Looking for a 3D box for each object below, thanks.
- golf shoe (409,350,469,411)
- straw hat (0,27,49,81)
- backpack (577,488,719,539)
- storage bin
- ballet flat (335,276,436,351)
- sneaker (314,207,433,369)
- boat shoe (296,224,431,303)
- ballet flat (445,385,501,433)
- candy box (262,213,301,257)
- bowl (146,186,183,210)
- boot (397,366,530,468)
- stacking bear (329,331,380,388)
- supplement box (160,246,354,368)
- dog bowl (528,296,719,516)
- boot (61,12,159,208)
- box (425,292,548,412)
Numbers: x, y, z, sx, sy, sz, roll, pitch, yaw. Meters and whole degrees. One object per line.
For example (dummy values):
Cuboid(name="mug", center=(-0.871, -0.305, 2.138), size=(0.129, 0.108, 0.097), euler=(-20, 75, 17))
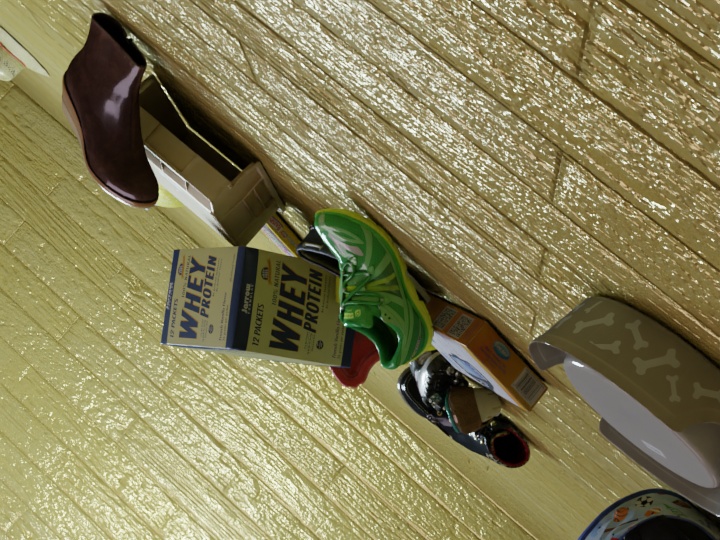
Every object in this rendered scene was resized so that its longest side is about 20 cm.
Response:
Cuboid(name="golf shoe", center=(0.097, 0.141, 1.680), size=(0.088, 0.077, 0.200), euler=(46, 173, 15))
Cuboid(name="straw hat", center=(-0.803, -0.476, 2.695), size=(0.200, 0.085, 0.201), euler=(41, 173, 6))
Cuboid(name="backpack", center=(0.319, 0.327, 1.258), size=(0.191, 0.200, 0.154), euler=(47, -176, -16))
Cuboid(name="storage bin", center=(-0.219, -0.141, 1.619), size=(0.199, 0.094, 0.199), euler=(40, 171, 16))
Cuboid(name="ballet flat", center=(0.034, 0.064, 1.558), size=(0.066, 0.068, 0.199), euler=(-2, -149, -46))
Cuboid(name="sneaker", center=(0.010, 0.020, 1.303), size=(0.074, 0.084, 0.201), euler=(-12, 115, 52))
Cuboid(name="boat shoe", center=(0.000, 0.000, 1.417), size=(0.199, 0.062, 0.075), euler=(35, 165, 34))
Cuboid(name="ballet flat", center=(0.160, 0.193, 1.665), size=(0.200, 0.071, 0.069), euler=(55, -159, -74))
Cuboid(name="candy box", center=(-0.142, -0.075, 1.851), size=(0.102, 0.026, 0.200), euler=(38, 172, 47))
Cuboid(name="bowl", center=(-0.380, -0.176, 2.172), size=(0.200, 0.108, 0.200), euler=(41, 172, 7))
Cuboid(name="boot", center=(0.160, 0.223, 1.836), size=(0.203, 0.074, 0.153), euler=(40, 170, -20))
Cuboid(name="stacking bear", center=(-0.002, 0.094, 1.805), size=(0.114, 0.121, 0.200), euler=(53, -179, 0))
Cuboid(name="supplement box", center=(-0.139, 0.052, 1.661), size=(0.198, 0.137, 0.199), euler=(12, 171, -37))
Cuboid(name="dog bowl", center=(0.218, 0.098, 0.889), size=(0.200, 0.059, 0.200), euler=(41, 173, 6))
Cuboid(name="boot", center=(-0.296, -0.192, 1.474), size=(0.201, 0.072, 0.167), euler=(52, 138, 11))
Cuboid(name="box", center=(0.122, 0.085, 1.380), size=(0.119, 0.042, 0.200), euler=(45, 174, -25))
